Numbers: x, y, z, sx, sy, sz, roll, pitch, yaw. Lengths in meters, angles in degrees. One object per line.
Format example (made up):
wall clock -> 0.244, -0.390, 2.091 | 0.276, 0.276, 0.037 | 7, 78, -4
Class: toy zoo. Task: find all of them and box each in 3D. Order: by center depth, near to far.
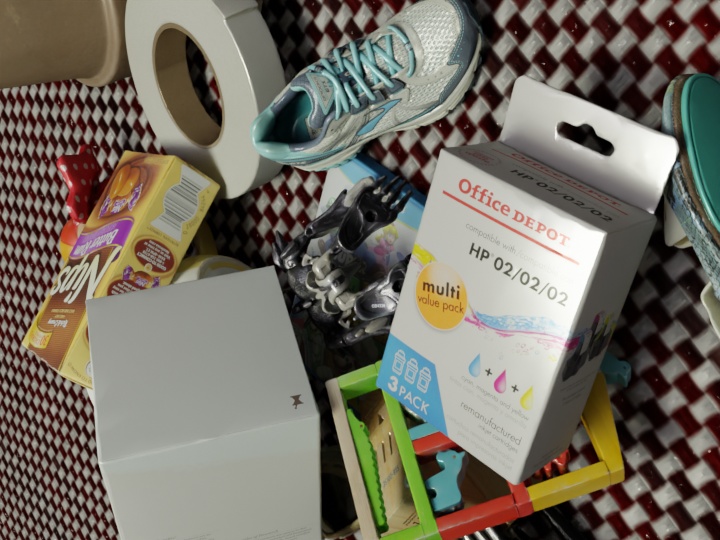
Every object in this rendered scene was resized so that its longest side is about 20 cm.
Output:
toy zoo -> 0.083, 0.098, 0.621 | 0.021, 0.197, 0.133 | 67, -175, -52

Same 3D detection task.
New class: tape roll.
tape roll -> -0.133, -0.162, 0.809 | 0.202, 0.037, 0.206 | 34, 138, 37

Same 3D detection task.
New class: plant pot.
plant pot -> -0.316, -0.247, 0.869 | 0.199, 0.173, 0.203 | 34, 141, 34

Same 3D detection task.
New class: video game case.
video game case -> 0.006, 0.020, 0.772 | 0.143, 0.018, 0.203 | 37, 125, 32

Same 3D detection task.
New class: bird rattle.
bird rattle -> -0.284, -0.029, 0.977 | 0.163, 0.111, 0.204 | -149, 54, -66

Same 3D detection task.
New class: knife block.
knife block -> 0.090, 0.160, 0.701 | 0.064, 0.173, 0.202 | -52, 27, 32

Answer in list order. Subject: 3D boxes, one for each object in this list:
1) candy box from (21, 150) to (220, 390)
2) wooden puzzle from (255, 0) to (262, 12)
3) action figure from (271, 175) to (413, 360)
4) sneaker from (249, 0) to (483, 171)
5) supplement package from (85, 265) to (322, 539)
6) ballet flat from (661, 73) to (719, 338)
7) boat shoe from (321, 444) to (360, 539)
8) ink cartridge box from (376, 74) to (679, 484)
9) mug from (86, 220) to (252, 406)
candy box -> -0.211, -0.003, 0.826 | 0.116, 0.056, 0.203 | 13, 75, 54
wooden puzzle -> -0.127, -0.295, 0.776 | 0.185, 0.037, 0.202 | 43, 140, 26
action figure -> 0.000, 0.000, 0.696 | 0.120, 0.101, 0.200 | 62, 161, 0
sneaker -> 0.000, -0.127, 0.680 | 0.199, 0.086, 0.079 | -32, 78, 35
supplement package -> -0.117, 0.131, 0.733 | 0.152, 0.149, 0.202 | -112, 17, -44
ballet flat -> 0.209, -0.010, 0.537 | 0.074, 0.073, 0.203 | -31, 76, 44
boat shoe -> -0.019, 0.191, 0.804 | 0.200, 0.062, 0.074 | -28, 84, 54
ink cartridge box -> 0.091, 0.002, 0.550 | 0.114, 0.067, 0.203 | 30, 118, 32
mug -> -0.162, 0.051, 0.863 | 0.153, 0.149, 0.188 | -43, 78, 34
